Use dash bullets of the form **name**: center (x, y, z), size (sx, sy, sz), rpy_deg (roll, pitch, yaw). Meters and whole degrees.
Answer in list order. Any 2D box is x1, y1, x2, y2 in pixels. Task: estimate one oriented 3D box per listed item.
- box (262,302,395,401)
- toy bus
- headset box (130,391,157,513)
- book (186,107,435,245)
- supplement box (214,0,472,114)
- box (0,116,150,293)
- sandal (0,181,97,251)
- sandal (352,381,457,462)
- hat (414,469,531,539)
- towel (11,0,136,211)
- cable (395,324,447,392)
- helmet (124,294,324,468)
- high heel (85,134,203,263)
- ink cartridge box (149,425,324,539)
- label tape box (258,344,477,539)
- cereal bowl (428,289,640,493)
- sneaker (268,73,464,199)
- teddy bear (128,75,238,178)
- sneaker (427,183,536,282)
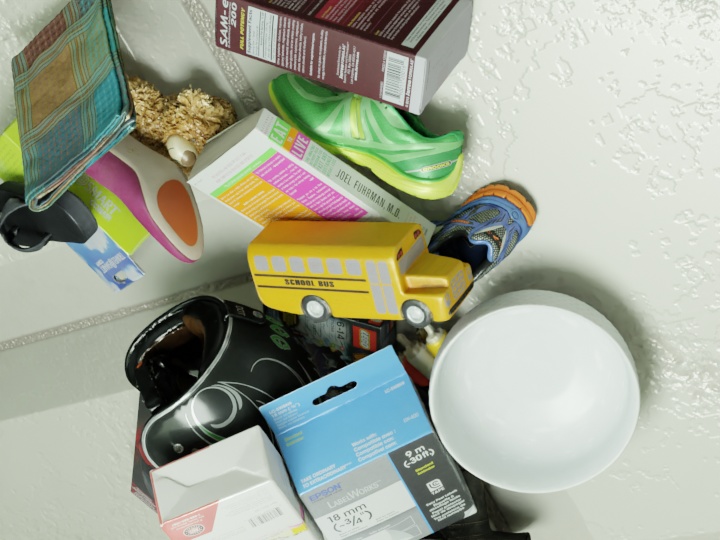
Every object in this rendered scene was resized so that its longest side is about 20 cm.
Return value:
- **box**: center (-0.031, 0.110, 1.850), size (0.136, 0.040, 0.201), rpy_deg (14, 130, 20)
- **toy bus**: center (0.000, 0.000, 1.626), size (0.198, 0.065, 0.079), rpy_deg (2, 120, 31)
- **headset box**: center (-0.174, 0.219, 1.968), size (0.148, 0.075, 0.201), rpy_deg (36, 139, 22)
- **book**: center (-0.045, -0.066, 1.666), size (0.199, 0.048, 0.133), rpy_deg (34, 151, -20)
- **supplement box**: center (-0.015, -0.213, 1.546), size (0.199, 0.109, 0.061), rpy_deg (21, 132, 16)
- **box**: center (-0.294, -0.070, 1.832), size (0.200, 0.048, 0.122), rpy_deg (46, 157, -9)
- **sandal**: center (-0.332, -0.051, 1.792), size (0.076, 0.043, 0.200), rpy_deg (51, 155, -19)
- **sandal**: center (0.076, 0.160, 1.787), size (0.199, 0.043, 0.076), rpy_deg (28, 156, -12)
- **hat**: center (0.077, 0.245, 1.847), size (0.199, 0.200, 0.082), rpy_deg (-3, 83, 32)
- **towel**: center (-0.274, -0.167, 1.666), size (0.146, 0.201, 0.022), rpy_deg (-39, 137, 25)
- **cable**: center (0.104, 0.125, 1.767), size (0.200, 0.050, 0.097), rpy_deg (43, 133, -12)
- **helmet**: center (-0.130, 0.139, 1.773), size (0.199, 0.201, 0.191), rpy_deg (-15, 134, 37)
- **high heel**: center (-0.227, -0.084, 1.712), size (0.096, 0.067, 0.201), rpy_deg (-28, 91, 42)
- **ink cartridge box**: center (-0.107, 0.243, 1.705), size (0.116, 0.068, 0.200), rpy_deg (-22, 140, 5)
- **label tape box**: center (0.009, 0.184, 1.704), size (0.143, 0.064, 0.201), rpy_deg (-26, 132, 4)
- **cereal bowl**: center (0.163, 0.105, 1.684), size (0.198, 0.083, 0.202), rpy_deg (2, 114, 3)
- **sneaker**: center (0.010, -0.138, 1.629), size (0.199, 0.074, 0.084), rpy_deg (27, 108, 14)
- **teddy bear**: center (-0.215, -0.134, 1.751), size (0.198, 0.067, 0.146), rpy_deg (18, 133, 18)
- **sneaker**: center (0.076, -0.009, 1.671), size (0.075, 0.079, 0.200), rpy_deg (43, 133, -6)
